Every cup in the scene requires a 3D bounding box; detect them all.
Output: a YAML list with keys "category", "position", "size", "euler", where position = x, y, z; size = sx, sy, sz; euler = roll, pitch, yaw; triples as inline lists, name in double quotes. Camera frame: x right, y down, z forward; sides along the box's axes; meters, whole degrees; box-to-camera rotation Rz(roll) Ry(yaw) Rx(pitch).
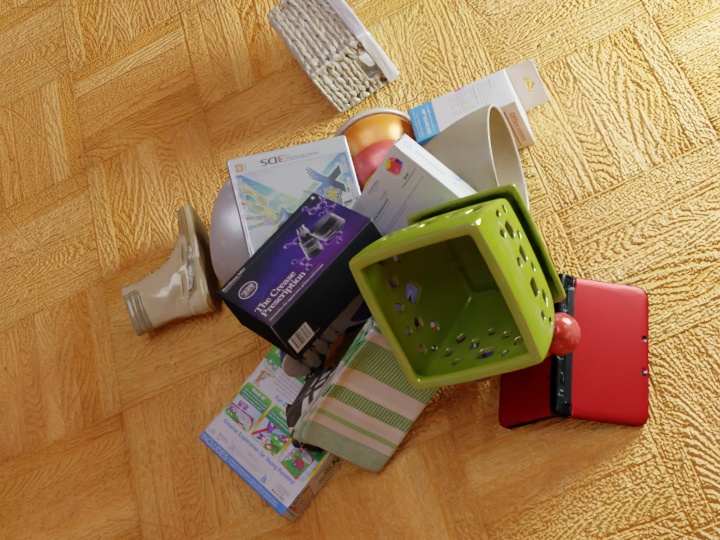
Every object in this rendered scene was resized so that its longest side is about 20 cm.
- category: "cup"
  position: [0.147, -0.122, 1.646]
  size: [0.142, 0.200, 0.201]
  euler: [-14, 59, 20]

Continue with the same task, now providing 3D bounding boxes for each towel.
- category: "towel"
  position: [0.019, 0.172, 1.550]
  size: [0.201, 0.152, 0.023]
  euler: [-56, 25, 15]

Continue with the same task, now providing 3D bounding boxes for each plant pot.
- category: "plant pot"
  position: [0.137, 0.010, 1.453]
  size: [0.198, 0.201, 0.181]
  euler: [-17, 17, 35]

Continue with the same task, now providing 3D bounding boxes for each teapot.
- category: "teapot"
  position: [-0.132, -0.057, 1.758]
  size: [0.145, 0.197, 0.201]
  euler: [3, 106, 16]

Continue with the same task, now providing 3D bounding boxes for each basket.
- category: "basket"
  position: [-0.049, -0.378, 1.913]
  size: [0.123, 0.136, 0.200]
  euler: [-37, 55, 8]

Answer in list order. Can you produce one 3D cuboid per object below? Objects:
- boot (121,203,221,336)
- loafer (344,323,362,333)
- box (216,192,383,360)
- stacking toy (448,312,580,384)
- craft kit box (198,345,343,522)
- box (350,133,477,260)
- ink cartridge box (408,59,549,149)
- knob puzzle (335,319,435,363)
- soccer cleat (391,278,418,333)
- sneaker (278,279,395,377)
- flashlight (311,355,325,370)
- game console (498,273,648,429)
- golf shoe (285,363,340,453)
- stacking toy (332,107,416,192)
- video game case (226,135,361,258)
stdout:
- category: "boot"
  position: [-0.316, -0.002, 1.875]
  size: [0.155, 0.073, 0.201]
  euler: [-21, 63, 11]
- category: "loafer"
  position: [0.000, 0.000, 1.701]
  size: [0.073, 0.072, 0.201]
  euler: [-25, 35, 46]
- category: "box"
  position: [-0.075, 0.004, 1.562]
  size: [0.200, 0.079, 0.141]
  euler: [-47, 38, -15]
- category: "stacking toy"
  position: [0.208, 0.098, 1.526]
  size: [0.199, 0.085, 0.086]
  euler: [-15, 56, 45]
- category: "craft kit box"
  position: [-0.107, 0.227, 1.678]
  size: [0.200, 0.049, 0.198]
  euler: [36, 85, 34]
- category: "box"
  position: [0.094, -0.065, 1.577]
  size: [0.200, 0.156, 0.041]
  euler: [38, 40, 4]
- category: "ink cartridge box"
  position: [0.187, -0.224, 1.730]
  size: [0.199, 0.115, 0.068]
  euler: [-22, 56, 14]
- category: "knob puzzle"
  position: [0.056, 0.116, 1.654]
  size: [0.218, 0.031, 0.221]
  euler: [-16, 46, 17]
- category: "soccer cleat"
  position: [0.057, 0.034, 1.651]
  size: [0.068, 0.073, 0.201]
  euler: [11, 58, 36]
- category: "sneaker"
  position: [-0.058, 0.045, 1.618]
  size: [0.199, 0.081, 0.115]
  euler: [-41, 51, -3]
- category: "flashlight"
  position: [-0.062, 0.057, 1.709]
  size: [0.068, 0.068, 0.201]
  euler: [16, 59, 4]
- category: "game console"
  position: [0.288, 0.119, 1.565]
  size: [0.172, 0.118, 0.201]
  euler: [-26, 49, 49]
- category: "golf shoe"
  position: [-0.036, 0.155, 1.601]
  size: [0.200, 0.078, 0.095]
  euler: [-46, 44, 9]
- category: "stacking toy"
  position: [0.042, -0.133, 1.716]
  size: [0.146, 0.146, 0.201]
  euler: [-29, 46, 9]
- category: "video game case"
  position: [-0.085, -0.085, 1.673]
  size: [0.181, 0.022, 0.201]
  euler: [-13, 76, -8]
